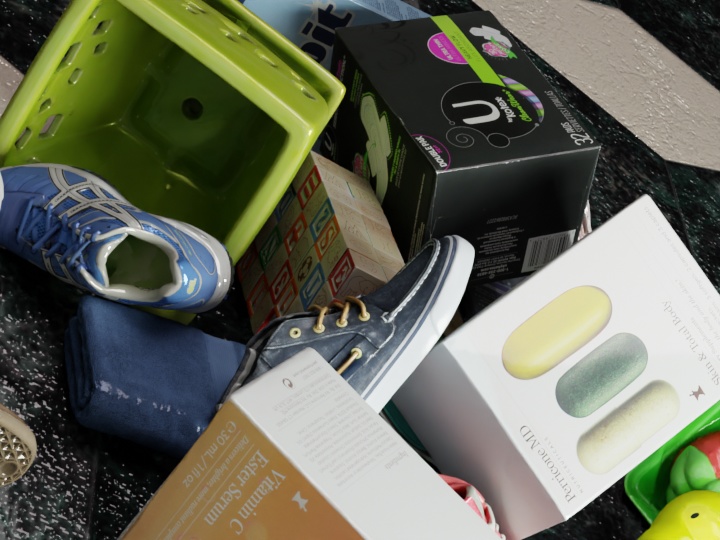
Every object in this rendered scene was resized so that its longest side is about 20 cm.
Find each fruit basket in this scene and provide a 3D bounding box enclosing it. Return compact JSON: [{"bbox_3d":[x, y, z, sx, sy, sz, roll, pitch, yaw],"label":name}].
[{"bbox_3d":[0.301,0.209,1.555,0.215,0.155,0.216,43,14,-14],"label":"fruit basket"}]

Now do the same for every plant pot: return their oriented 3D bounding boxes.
[{"bbox_3d":[-0.137,-0.107,1.448,0.199,0.200,0.182,37,23,1],"label":"plant pot"}]

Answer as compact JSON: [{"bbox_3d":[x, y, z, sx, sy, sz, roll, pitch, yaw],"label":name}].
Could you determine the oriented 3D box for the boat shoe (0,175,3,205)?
[{"bbox_3d":[-0.283,-0.041,1.292,0.201,0.070,0.064,-96,170,-51],"label":"boat shoe"}]

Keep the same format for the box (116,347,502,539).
[{"bbox_3d":[-0.026,0.179,1.209,0.200,0.153,0.106,44,30,11],"label":"box"}]

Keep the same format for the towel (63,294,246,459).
[{"bbox_3d":[-0.111,0.091,1.343,0.199,0.049,0.112,21,34,-29],"label":"towel"}]

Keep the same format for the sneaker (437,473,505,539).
[{"bbox_3d":[0.071,0.194,1.362,0.199,0.087,0.074,28,32,-18],"label":"sneaker"}]

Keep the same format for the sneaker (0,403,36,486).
[{"bbox_3d":[-0.285,0.068,1.161,0.199,0.071,0.076,21,32,-28],"label":"sneaker"}]

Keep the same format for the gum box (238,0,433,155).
[{"bbox_3d":[-0.060,-0.180,1.650,0.199,0.170,0.045,24,33,-24],"label":"gum box"}]

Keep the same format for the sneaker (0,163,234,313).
[{"bbox_3d":[-0.185,-0.026,1.339,0.198,0.077,0.077,17,6,12],"label":"sneaker"}]

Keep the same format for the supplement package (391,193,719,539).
[{"bbox_3d":[0.153,0.076,1.414,0.199,0.151,0.152,-34,86,-22],"label":"supplement package"}]

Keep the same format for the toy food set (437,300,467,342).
[{"bbox_3d":[0.116,0.051,1.636,0.199,0.049,0.199,22,33,-37],"label":"toy food set"}]

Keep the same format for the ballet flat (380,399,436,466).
[{"bbox_3d":[0.077,0.123,1.503,0.200,0.069,0.069,44,30,1],"label":"ballet flat"}]

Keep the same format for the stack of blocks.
[{"bbox_3d":[-0.028,0.009,1.439,0.058,0.116,0.200,26,19,-22],"label":"stack of blocks"}]

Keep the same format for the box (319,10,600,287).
[{"bbox_3d":[0.073,-0.097,1.543,0.147,0.125,0.201,-10,43,-23],"label":"box"}]

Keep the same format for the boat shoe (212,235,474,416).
[{"bbox_3d":[-0.010,0.043,1.297,0.091,0.201,0.071,37,-5,-14],"label":"boat shoe"}]

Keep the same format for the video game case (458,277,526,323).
[{"bbox_3d":[0.129,0.029,1.613,0.142,0.019,0.201,25,30,-33],"label":"video game case"}]

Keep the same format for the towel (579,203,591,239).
[{"bbox_3d":[0.185,-0.013,1.671,0.200,0.032,0.193,-110,-179,-70],"label":"towel"}]
